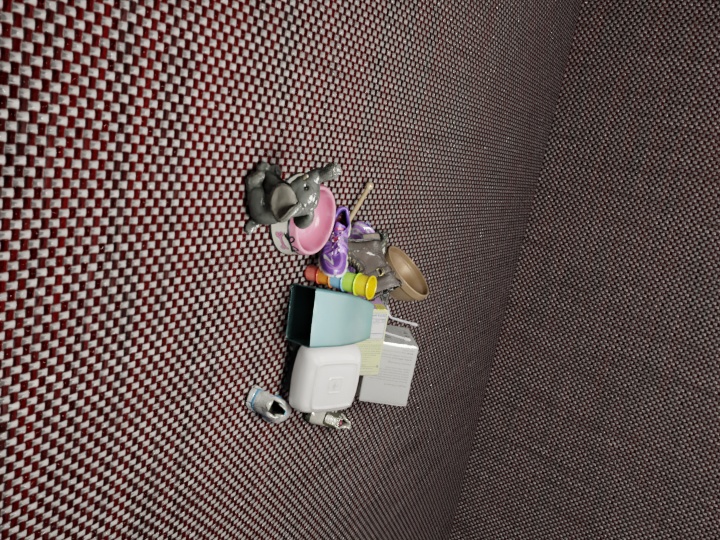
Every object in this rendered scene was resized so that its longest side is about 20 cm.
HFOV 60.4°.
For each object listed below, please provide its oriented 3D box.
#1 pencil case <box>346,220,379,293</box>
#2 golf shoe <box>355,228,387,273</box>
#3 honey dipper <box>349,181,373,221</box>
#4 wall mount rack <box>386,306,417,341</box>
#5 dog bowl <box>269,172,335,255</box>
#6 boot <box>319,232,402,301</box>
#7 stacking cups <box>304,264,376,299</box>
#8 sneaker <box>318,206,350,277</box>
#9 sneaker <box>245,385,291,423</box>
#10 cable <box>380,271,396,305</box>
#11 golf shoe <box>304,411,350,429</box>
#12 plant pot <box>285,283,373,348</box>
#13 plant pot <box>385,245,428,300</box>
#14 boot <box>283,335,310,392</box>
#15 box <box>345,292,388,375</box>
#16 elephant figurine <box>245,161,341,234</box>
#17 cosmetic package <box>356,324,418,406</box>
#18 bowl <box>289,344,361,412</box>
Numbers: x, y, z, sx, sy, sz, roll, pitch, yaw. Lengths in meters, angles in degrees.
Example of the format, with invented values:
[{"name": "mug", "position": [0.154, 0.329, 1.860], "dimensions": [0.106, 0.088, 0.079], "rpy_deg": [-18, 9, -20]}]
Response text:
[{"name": "pencil case", "position": [-0.025, -0.041, 1.751], "dimensions": [0.203, 0.084, 0.084], "rpy_deg": [-60, -173, -16]}, {"name": "golf shoe", "position": [0.030, -0.029, 1.869], "dimensions": [0.201, 0.076, 0.096], "rpy_deg": [-52, 146, -31]}, {"name": "honey dipper", "position": [-0.014, -0.167, 1.731], "dimensions": [0.203, 0.037, 0.038], "rpy_deg": [-59, 149, -22]}, {"name": "wall mount rack", "position": [0.094, 0.149, 1.978], "dimensions": [0.074, 0.175, 0.200], "rpy_deg": [-36, -174, 26]}, {"name": "dog bowl", "position": [-0.134, -0.130, 1.516], "dimensions": [0.199, 0.072, 0.205], "rpy_deg": [-40, 139, -46]}, {"name": "boot", "position": [0.000, 0.000, 1.653], "dimensions": [0.194, 0.178, 0.070], "rpy_deg": [-17, 160, -6]}, {"name": "stacking cups", "position": [-0.054, 0.027, 1.614], "dimensions": [0.060, 0.195, 0.062], "rpy_deg": [-29, 125, -54]}, {"name": "sneaker", "position": [-0.064, -0.077, 1.593], "dimensions": [0.084, 0.078, 0.205], "rpy_deg": [103, -7, -60]}, {"name": "sneaker", "position": [-0.223, 0.369, 1.629], "dimensions": [0.077, 0.085, 0.200], "rpy_deg": [-66, 153, -13]}, {"name": "cable", "position": [0.065, 0.075, 1.887], "dimensions": [0.097, 0.049, 0.206], "rpy_deg": [-20, 122, -62]}, {"name": "golf shoe", "position": [-0.098, 0.445, 1.899], "dimensions": [0.199, 0.086, 0.079], "rpy_deg": [30, 82, -60]}, {"name": "plant pot", "position": [-0.072, 0.120, 1.601], "dimensions": [0.195, 0.140, 0.146], "rpy_deg": [7, 90, -34]}, {"name": "plant pot", "position": [0.126, 0.028, 2.012], "dimensions": [0.092, 0.204, 0.199], "rpy_deg": [-38, 160, 21]}, {"name": "boot", "position": [-0.122, 0.243, 1.716], "dimensions": [0.196, 0.076, 0.173], "rpy_deg": [-8, 112, -38]}, {"name": "box", "position": [-0.001, 0.173, 1.807], "dimensions": [0.094, 0.176, 0.206], "rpy_deg": [3, 109, -18]}, {"name": "elephant figurine", "position": [-0.148, -0.155, 1.342], "dimensions": [0.141, 0.196, 0.159], "rpy_deg": [-43, 141, -41]}, {"name": "cosmetic package", "position": [0.077, 0.298, 1.985], "dimensions": [0.165, 0.160, 0.206], "rpy_deg": [-112, -149, -72]}, {"name": "bowl", "position": [-0.084, 0.292, 1.661], "dimensions": [0.195, 0.074, 0.206], "rpy_deg": [3, 105, -34]}]
